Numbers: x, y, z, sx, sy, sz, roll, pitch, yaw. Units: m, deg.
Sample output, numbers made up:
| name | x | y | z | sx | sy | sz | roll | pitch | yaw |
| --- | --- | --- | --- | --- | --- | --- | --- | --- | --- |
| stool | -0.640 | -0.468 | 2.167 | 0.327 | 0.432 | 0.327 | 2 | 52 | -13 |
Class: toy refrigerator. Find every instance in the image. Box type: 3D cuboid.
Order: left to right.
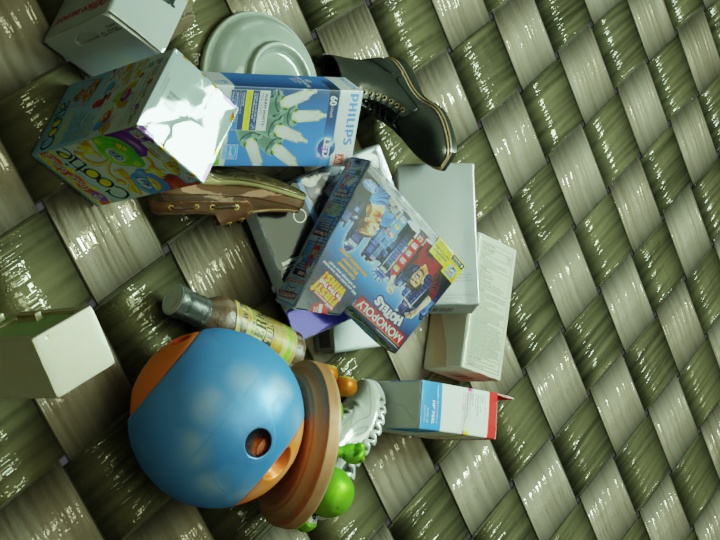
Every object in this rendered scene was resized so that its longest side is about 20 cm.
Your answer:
| name | x | y | z | sx | sy | sz | roll | pitch | yaw |
| --- | --- | --- | --- | --- | --- | --- | --- | --- | --- |
| toy refrigerator | -0.340 | 0.081 | 1.300 | 0.076 | 0.199 | 0.070 | -33 | 108 | -41 |

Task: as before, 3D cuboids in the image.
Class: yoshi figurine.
| name | x | y | z | sx | sy | sz | roll | pitch | yaw |
| --- | --- | --- | --- | --- | --- | --- | --- | --- | --- |
| yoshi figurine | -0.040 | 0.221 | 1.600 | 0.112 | 0.112 | 0.202 | 12 | 71 | -12 |

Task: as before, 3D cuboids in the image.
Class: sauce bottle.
| name | x | y | z | sx | sy | sz | roll | pitch | yaw |
| --- | --- | --- | --- | --- | --- | --- | --- | --- | --- |
| sauce bottle | -0.154 | 0.072 | 1.585 | 0.199 | 0.064 | 0.065 | 28 | 67 | -41 |

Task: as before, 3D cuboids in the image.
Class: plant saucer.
| name | x | y | z | sx | sy | sz | roll | pitch | yaw |
| --- | --- | --- | --- | --- | --- | --- | --- | --- | --- |
| plant saucer | -0.115 | -0.236 | 1.665 | 0.199 | 0.050 | 0.202 | 6 | 81 | -44 |
| plant saucer | -0.083 | 0.205 | 1.553 | 0.032 | 0.200 | 0.202 | 16 | 74 | -26 |

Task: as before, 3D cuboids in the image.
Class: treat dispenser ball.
| name | x | y | z | sx | sy | sz | roll | pitch | yaw |
| --- | --- | --- | --- | --- | --- | --- | --- | --- | --- |
| treat dispenser ball | -0.163 | 0.166 | 1.469 | 0.200 | 0.200 | 0.203 | 6 | 82 | -44 |

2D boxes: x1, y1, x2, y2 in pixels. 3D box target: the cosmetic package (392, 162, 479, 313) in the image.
| name | x | y | z | sx | sy | sz | roll | pitch | yaw |
| --- | --- | --- | --- | --- | --- | --- | --- | --- | --- |
| cosmetic package | 0.104 | -0.045 | 1.803 | 0.112 | 0.081 | 0.202 | 1 | 79 | -4 |

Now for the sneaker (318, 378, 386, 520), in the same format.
| name | x | y | z | sx | sy | sz | roll | pitch | yaw |
| --- | --- | --- | --- | --- | --- | --- | --- | --- | --- |
| sneaker | -0.030 | 0.220 | 1.694 | 0.081 | 0.075 | 0.201 | 40 | 58 | -24 |

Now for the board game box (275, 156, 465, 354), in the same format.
| name | x | y | z | sx | sy | sz | roll | pitch | yaw |
| --- | --- | --- | --- | --- | --- | --- | --- | --- | --- |
| board game box | 0.000 | 0.000 | 1.632 | 0.200 | 0.062 | 0.200 | -49 | 116 | -11 |

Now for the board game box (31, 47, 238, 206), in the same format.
| name | x | y | z | sx | sy | sz | roll | pitch | yaw |
| --- | --- | --- | --- | --- | --- | --- | --- | --- | --- |
| board game box | -0.247 | -0.151 | 1.417 | 0.103 | 0.199 | 0.105 | 41 | 58 | -34 |

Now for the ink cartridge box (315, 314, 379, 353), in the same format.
| name | x | y | z | sx | sy | sz | roll | pitch | yaw |
| --- | --- | --- | --- | --- | --- | --- | --- | --- | --- |
| ink cartridge box | 0.004 | 0.004 | 1.767 | 0.173 | 0.043 | 0.202 | -6 | 90 | -44 |

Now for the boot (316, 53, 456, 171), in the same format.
| name | x | y | z | sx | sy | sz | roll | pitch | yaw |
| --- | --- | --- | --- | --- | --- | --- | --- | --- | --- |
| boot | 0.031 | -0.213 | 1.754 | 0.138 | 0.078 | 0.200 | 0 | 43 | -40 |

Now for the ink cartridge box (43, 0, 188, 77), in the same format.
| name | x | y | z | sx | sy | sz | roll | pitch | yaw |
| --- | --- | --- | --- | --- | --- | --- | --- | --- | --- |
| ink cartridge box | -0.254 | -0.328 | 1.465 | 0.083 | 0.145 | 0.201 | 36 | 62 | -34 |

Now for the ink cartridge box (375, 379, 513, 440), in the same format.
| name | x | y | z | sx | sy | sz | roll | pitch | yaw |
| --- | --- | --- | --- | --- | --- | --- | --- | --- | --- |
| ink cartridge box | 0.109 | 0.196 | 1.799 | 0.199 | 0.116 | 0.068 | 14 | 75 | -43 |

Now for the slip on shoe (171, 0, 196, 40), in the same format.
| name | x | y | z | sx | sy | sz | roll | pitch | yaw |
| --- | --- | --- | --- | --- | --- | --- | --- | --- | --- |
| slip on shoe | -0.226 | -0.304 | 1.547 | 0.060 | 0.076 | 0.201 | 35 | 55 | -30 |

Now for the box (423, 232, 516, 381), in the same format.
| name | x | y | z | sx | sy | sz | roll | pitch | yaw |
| --- | --- | --- | --- | --- | --- | --- | --- | --- | --- |
| box | 0.160 | 0.054 | 1.892 | 0.095 | 0.077 | 0.202 | 23 | 70 | -41 |

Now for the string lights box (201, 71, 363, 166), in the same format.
| name | x | y | z | sx | sy | sz | roll | pitch | yaw |
| --- | --- | --- | --- | --- | --- | --- | --- | --- | --- |
| string lights box | -0.103 | -0.185 | 1.600 | 0.199 | 0.059 | 0.104 | -2 | 115 | -27 |

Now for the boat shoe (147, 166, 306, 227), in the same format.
| name | x | y | z | sx | sy | sz | roll | pitch | yaw |
| --- | --- | --- | --- | --- | --- | --- | --- | --- | --- |
| boat shoe | -0.163 | -0.088 | 1.575 | 0.199 | 0.072 | 0.068 | 7 | 103 | -25 |

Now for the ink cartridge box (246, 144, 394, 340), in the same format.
| name | x | y | z | sx | sy | sz | roll | pitch | yaw |
| --- | --- | --- | --- | --- | --- | --- | --- | --- | --- |
| ink cartridge box | -0.029 | -0.034 | 1.677 | 0.197 | 0.043 | 0.201 | -24 | 98 | -22 |
